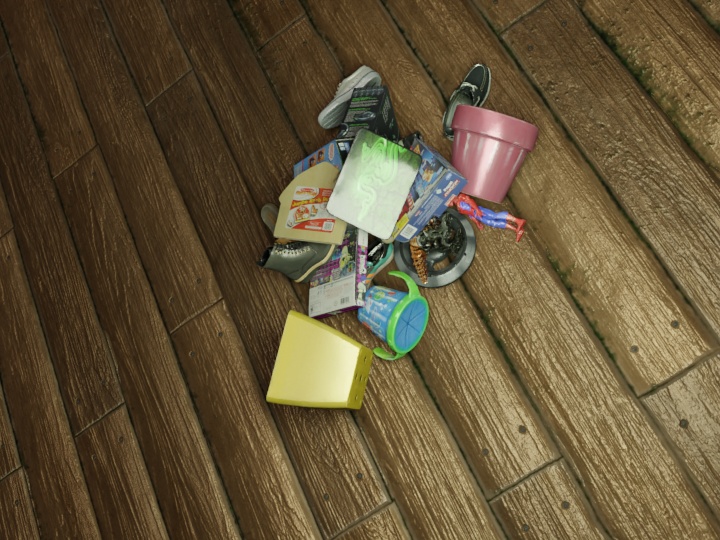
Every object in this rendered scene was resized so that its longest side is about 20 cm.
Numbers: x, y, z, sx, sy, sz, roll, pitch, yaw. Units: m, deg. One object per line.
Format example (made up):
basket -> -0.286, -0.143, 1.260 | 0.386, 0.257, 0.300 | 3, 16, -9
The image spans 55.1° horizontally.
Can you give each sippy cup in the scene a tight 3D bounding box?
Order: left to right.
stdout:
sippy cup -> 0.067, 0.100, 1.571 | 0.129, 0.140, 0.180 | 24, 76, 35

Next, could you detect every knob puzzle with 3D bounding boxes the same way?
knob puzzle -> -0.099, -0.159, 1.621 | 0.214, 0.031, 0.225 | -7, 66, 16

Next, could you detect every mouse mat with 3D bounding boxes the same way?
mouse mat -> 0.030, -0.188, 1.503 | 0.158, 0.008, 0.204 | 23, 90, -5

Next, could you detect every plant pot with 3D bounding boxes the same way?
plant pot -> -0.078, 0.224, 1.562 | 0.172, 0.200, 0.205 | 12, 80, 17
plant pot -> 0.282, -0.255, 1.549 | 0.196, 0.199, 0.184 | 20, 99, 25

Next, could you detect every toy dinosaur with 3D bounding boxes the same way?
toy dinosaur -> 0.158, -0.071, 1.564 | 0.133, 0.101, 0.206 | -7, 84, 32

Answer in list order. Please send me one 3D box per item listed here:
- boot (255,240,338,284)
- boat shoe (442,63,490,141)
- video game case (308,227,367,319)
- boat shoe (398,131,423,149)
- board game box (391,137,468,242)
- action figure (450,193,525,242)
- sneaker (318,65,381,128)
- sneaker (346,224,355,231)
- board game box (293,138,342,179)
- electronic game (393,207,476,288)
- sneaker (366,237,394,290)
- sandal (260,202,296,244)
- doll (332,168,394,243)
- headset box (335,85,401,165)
boot -> -0.145, -0.054, 1.634 | 0.201, 0.136, 0.078 | -52, 39, 28
boat shoe -> 0.257, -0.413, 1.662 | 0.074, 0.060, 0.204 | 18, 83, 25
video game case -> -0.055, 0.010, 1.634 | 0.198, 0.035, 0.186 | -19, 64, 52
boat shoe -> 0.161, -0.251, 1.651 | 0.066, 0.074, 0.202 | -37, 57, 20
board game box -> 0.134, -0.193, 1.546 | 0.201, 0.061, 0.202 | -50, 31, 29
action figure -> 0.276, -0.127, 1.575 | 0.197, 0.066, 0.052 | 29, 74, 24
sneaker -> -0.036, -0.450, 1.792 | 0.199, 0.073, 0.071 | -39, 56, -2
sneaker -> -0.032, -0.164, 1.715 | 0.198, 0.076, 0.106 | -36, 53, 3
board game box -> -0.098, -0.225, 1.718 | 0.198, 0.036, 0.155 | -22, 63, 47
electronic game -> 0.172, -0.056, 1.611 | 0.195, 0.042, 0.205 | -7, 67, 16
sneaker -> 0.000, 0.000, 1.644 | 0.071, 0.080, 0.201 | 39, 93, 25
sandal -> -0.197, -0.102, 1.749 | 0.200, 0.054, 0.083 | 44, 126, 26
doll -> 0.020, -0.146, 1.569 | 0.048, 0.137, 0.201 | -29, 110, 25
headset box -> 0.026, -0.311, 1.635 | 0.090, 0.176, 0.203 | 1, 51, 20
